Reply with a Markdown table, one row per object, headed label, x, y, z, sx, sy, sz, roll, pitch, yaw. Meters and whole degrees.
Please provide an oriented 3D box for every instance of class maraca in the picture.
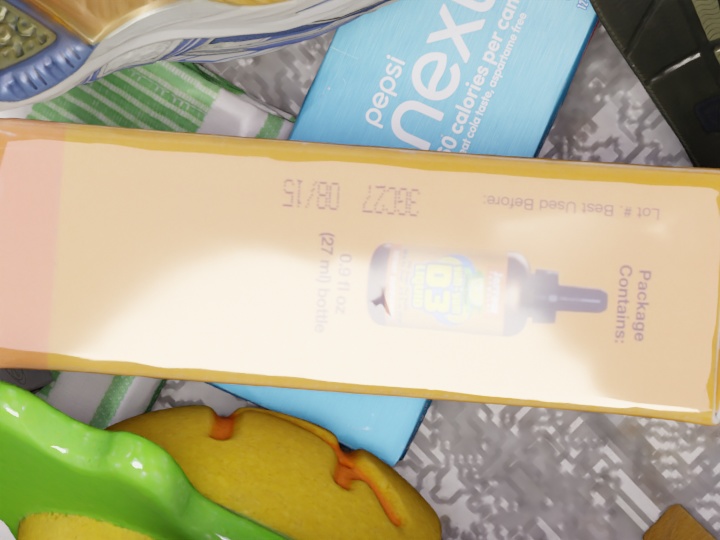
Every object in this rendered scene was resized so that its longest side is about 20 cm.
| label | x | y | z | sx | sy | sz | roll | pitch | yaw |
| --- | --- | --- | --- | --- | --- | --- | --- | --- | --- |
| maraca | -0.041 | 0.083 | 0.768 | 0.200 | 0.137 | 0.107 | 40 | 62 | -33 |

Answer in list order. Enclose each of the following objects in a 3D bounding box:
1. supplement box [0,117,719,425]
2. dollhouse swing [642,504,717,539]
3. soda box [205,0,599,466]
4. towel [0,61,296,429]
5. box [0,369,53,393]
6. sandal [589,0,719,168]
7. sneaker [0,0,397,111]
| label | x | y | z | sx | sy | sz | roll | pitch | yaw |
| --- | --- | --- | --- | --- | --- | --- | --- | --- | --- |
| supplement box | 0.000 | 0.000 | 0.764 | 0.198 | 0.069 | 0.067 | 5 | 89 | 4 |
| dollhouse swing | 0.074 | 0.193 | 0.764 | 0.200 | 0.176 | 0.182 | -44 | 87 | 1 |
| soda box | 0.022 | -0.048 | 0.828 | 0.067 | 0.064 | 0.201 | 24 | 89 | 3 |
| towel | -0.137 | -0.028 | 0.854 | 0.199 | 0.023 | 0.153 | 28 | 90 | 3 |
| box | -0.203 | 0.042 | 0.821 | 0.199 | 0.060 | 0.117 | -33 | 89 | 9 |
| sandal | 0.106 | -0.076 | 0.797 | 0.079 | 0.058 | 0.202 | -17 | 129 | 9 |
| sneaker | -0.065 | -0.076 | 0.772 | 0.199 | 0.088 | 0.076 | -8 | 80 | 12 |
